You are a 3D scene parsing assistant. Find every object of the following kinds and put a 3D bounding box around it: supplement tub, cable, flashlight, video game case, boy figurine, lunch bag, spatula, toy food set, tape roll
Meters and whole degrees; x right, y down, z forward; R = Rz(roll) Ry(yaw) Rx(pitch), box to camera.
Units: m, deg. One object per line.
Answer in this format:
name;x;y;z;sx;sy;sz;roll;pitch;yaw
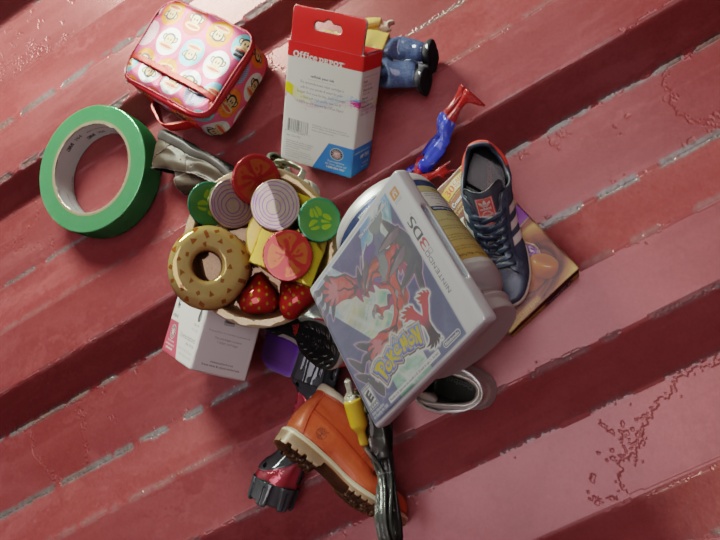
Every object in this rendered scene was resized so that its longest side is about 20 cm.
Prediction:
supplement tub;0.073;0.006;0.800;0.144;0.144;0.202;-38;61;8
cable;0.018;0.230;0.846;0.049;0.097;0.205;-12;76;17
flashlight;-0.090;0.210;0.927;0.067;0.067;0.205;6;78;55
video game case;0.032;0.033;0.725;0.201;0.023;0.185;-52;56;39
boy figurine;0.006;-0.294;0.980;0.195;0.064;0.128;13;85;20
lunch bag;-0.253;-0.294;1.044;0.197;0.082;0.179;29;84;23
spatula;-0.088;0.044;0.973;0.055;0.021;0.205;17;83;14
toy food set;-0.123;-0.033;0.844;0.196;0.049;0.202;20;86;-2
tape roll;-0.411;-0.155;1.097;0.195;0.048;0.206;-3;81;18

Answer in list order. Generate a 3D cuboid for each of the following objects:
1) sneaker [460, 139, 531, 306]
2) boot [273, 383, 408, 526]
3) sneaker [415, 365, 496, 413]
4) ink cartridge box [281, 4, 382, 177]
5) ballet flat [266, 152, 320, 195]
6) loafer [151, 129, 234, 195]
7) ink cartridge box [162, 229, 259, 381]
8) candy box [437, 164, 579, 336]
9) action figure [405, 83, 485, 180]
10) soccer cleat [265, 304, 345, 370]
sneaker;0.153;-0.058;0.823;0.073;0.084;0.205;-14;77;15
boot;-0.003;0.234;0.881;0.199;0.075;0.108;42;59;-6
sneaker;0.066;0.127;0.863;0.195;0.115;0.076;9;85;20
ink cartridge box;-0.038;-0.242;0.935;0.114;0.067;0.205;18;117;19
ballet flat;-0.090;-0.106;0.946;0.064;0.067;0.200;-48;45;5
loafer;-0.234;-0.139;1.032;0.198;0.073;0.072;30;95;30
ink cartridge box;-0.187;0.030;0.942;0.145;0.081;0.205;8;82;60
candy box;0.168;-0.031;0.889;0.117;0.056;0.201;-43;70;8
action figure;0.092;-0.146;0.925;0.051;0.066;0.201;31;108;-20
soccer cleat;-0.072;0.066;0.924;0.199;0.072;0.070;34;109;39
